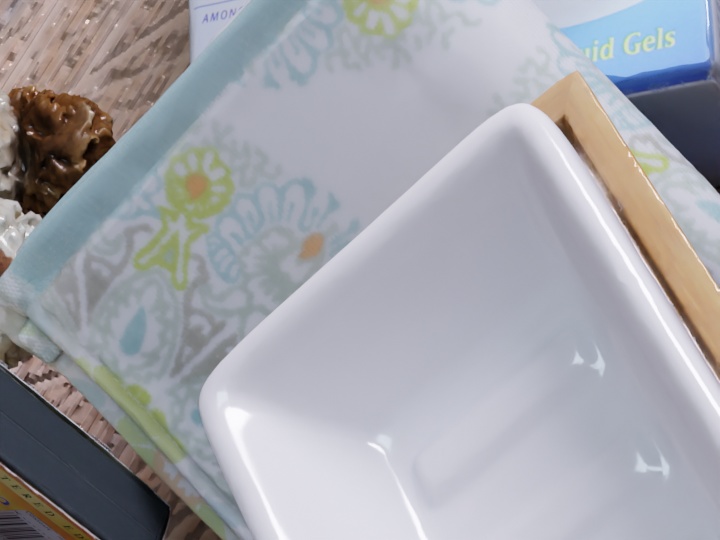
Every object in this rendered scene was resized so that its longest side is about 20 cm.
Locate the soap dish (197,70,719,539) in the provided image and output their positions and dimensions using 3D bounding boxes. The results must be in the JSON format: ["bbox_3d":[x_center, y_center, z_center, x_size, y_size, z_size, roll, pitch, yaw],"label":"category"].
[{"bbox_3d":[0.054,0.068,0.763,0.157,0.081,0.201,-42,53,18],"label":"soap dish"}]

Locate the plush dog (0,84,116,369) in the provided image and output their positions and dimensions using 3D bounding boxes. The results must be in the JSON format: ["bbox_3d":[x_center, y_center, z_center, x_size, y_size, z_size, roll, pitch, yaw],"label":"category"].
[{"bbox_3d":[-0.186,-0.019,1.001,0.199,0.161,0.172,19,52,9],"label":"plush dog"}]

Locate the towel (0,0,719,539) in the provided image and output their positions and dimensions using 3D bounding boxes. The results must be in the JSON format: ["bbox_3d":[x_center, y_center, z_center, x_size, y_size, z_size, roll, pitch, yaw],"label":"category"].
[{"bbox_3d":[0.000,0.000,0.867,0.171,0.048,0.200,44,109,-2],"label":"towel"}]

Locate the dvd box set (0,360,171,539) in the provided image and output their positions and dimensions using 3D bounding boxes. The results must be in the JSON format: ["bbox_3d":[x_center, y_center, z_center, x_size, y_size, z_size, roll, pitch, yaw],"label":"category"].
[{"bbox_3d":[-0.181,0.060,0.900,0.199,0.146,0.030,-7,54,36],"label":"dvd box set"}]

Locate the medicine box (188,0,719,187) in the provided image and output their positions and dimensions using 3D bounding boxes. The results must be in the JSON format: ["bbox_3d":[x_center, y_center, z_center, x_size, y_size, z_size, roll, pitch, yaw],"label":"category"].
[{"bbox_3d":[0.039,-0.124,0.949,0.181,0.103,0.201,-10,69,18],"label":"medicine box"}]
